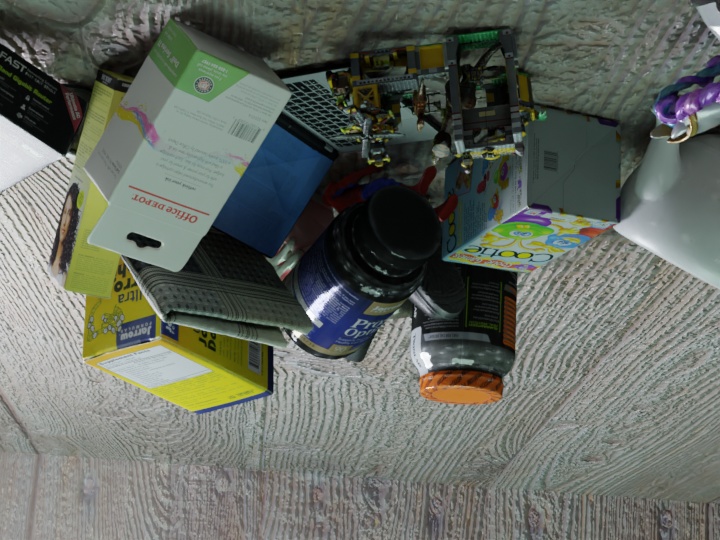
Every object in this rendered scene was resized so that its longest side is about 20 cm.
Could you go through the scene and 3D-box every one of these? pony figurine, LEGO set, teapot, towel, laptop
[{"bbox_3d":[0.331,-0.154,1.332,0.198,0.168,0.193,-15,169,6],"label":"pony figurine"},{"bbox_3d":[0.071,-0.125,1.456,0.197,0.117,0.154,-4,161,-1],"label":"LEGO set"},{"bbox_3d":[0.352,-0.064,1.606,0.196,0.147,0.200,30,-174,13],"label":"teapot"},{"bbox_3d":[-0.159,-0.003,1.637,0.199,0.193,0.035,11,122,-45],"label":"towel"},{"bbox_3d":[-0.047,-0.101,1.599,0.198,0.117,0.187,-6,162,29],"label":"laptop"}]

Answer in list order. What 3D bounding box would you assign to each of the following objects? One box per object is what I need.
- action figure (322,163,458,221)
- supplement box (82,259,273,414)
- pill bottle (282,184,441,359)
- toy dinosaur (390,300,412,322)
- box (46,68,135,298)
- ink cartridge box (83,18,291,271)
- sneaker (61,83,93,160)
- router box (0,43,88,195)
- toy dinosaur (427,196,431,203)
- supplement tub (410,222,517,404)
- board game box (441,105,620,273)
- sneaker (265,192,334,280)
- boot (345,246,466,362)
[{"bbox_3d":[0.022,-0.079,1.754,0.199,0.052,0.065,-2,140,51],"label":"action figure"},{"bbox_3d":[-0.191,0.066,1.775,0.108,0.111,0.200,-16,151,28],"label":"supplement box"},{"bbox_3d":[0.000,0.000,1.704,0.111,0.113,0.200,11,146,-24],"label":"pill bottle"},{"bbox_3d":[0.043,0.019,2.002,0.198,0.104,0.077,11,162,-27],"label":"toy dinosaur"},{"bbox_3d":[-0.238,-0.081,1.541,0.050,0.202,0.075,13,-173,-27],"label":"box"},{"bbox_3d":[-0.165,-0.108,1.476,0.116,0.201,0.067,20,-160,-42],"label":"ink cartridge box"},{"bbox_3d":[-0.274,-0.119,1.655,0.201,0.078,0.146,15,157,-36],"label":"sneaker"},{"bbox_3d":[-0.361,-0.157,1.472,0.199,0.063,0.149,35,149,-26],"label":"router box"},{"bbox_3d":[0.020,-0.029,1.921,0.198,0.061,0.106,-7,159,32],"label":"toy dinosaur"},{"bbox_3d":[0.119,0.046,1.902,0.121,0.202,0.123,4,163,1],"label":"supplement tub"},{"bbox_3d":[0.168,-0.076,1.656,0.102,0.106,0.200,9,163,-19],"label":"board game box"},{"bbox_3d":[-0.096,-0.044,1.802,0.075,0.106,0.199,-23,152,34],"label":"sneaker"},{"bbox_3d":[0.025,0.040,1.870,0.065,0.166,0.200,-8,146,-39],"label":"boot"}]
